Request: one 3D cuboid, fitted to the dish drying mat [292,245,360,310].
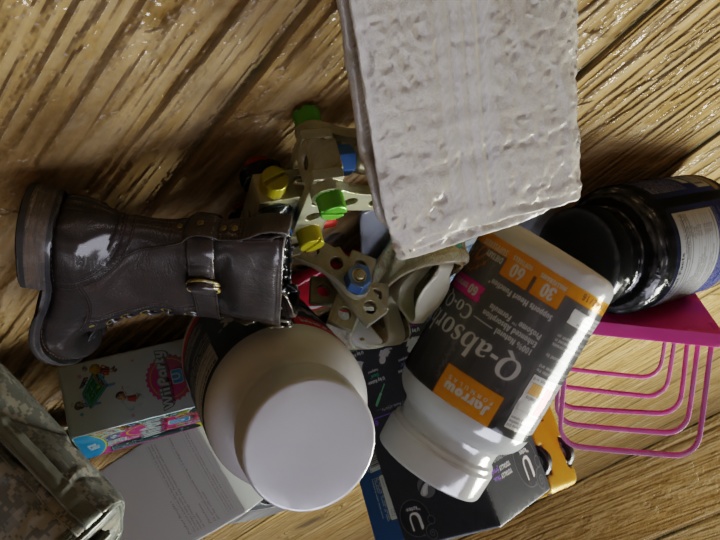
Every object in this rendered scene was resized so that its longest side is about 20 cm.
[{"bbox_3d":[0.000,0.000,0.830,0.197,0.018,0.077,-22,157,2],"label":"dish drying mat"}]

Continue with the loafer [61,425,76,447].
[{"bbox_3d":[-0.327,0.176,0.893,0.198,0.068,0.076,-23,168,-41],"label":"loafer"}]

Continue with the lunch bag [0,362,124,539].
[{"bbox_3d":[-0.282,0.167,0.727,0.139,0.200,0.168,-38,168,-47],"label":"lunch bag"}]

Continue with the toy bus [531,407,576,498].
[{"bbox_3d":[0.145,0.131,0.949,0.078,0.203,0.065,-28,164,33],"label":"toy bus"}]

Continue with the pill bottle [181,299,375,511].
[{"bbox_3d":[-0.060,0.088,0.684,0.118,0.122,0.200,-14,-163,-15],"label":"pill bottle"}]

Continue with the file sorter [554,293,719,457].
[{"bbox_3d":[0.253,0.081,0.917,0.136,0.128,0.200,5,-164,7],"label":"file sorter"}]

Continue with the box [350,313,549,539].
[{"bbox_3d":[0.079,0.135,0.875,0.105,0.203,0.122,-24,171,33],"label":"box"}]

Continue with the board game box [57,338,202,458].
[{"bbox_3d":[-0.161,0.106,0.847,0.197,0.065,0.148,-13,166,-15],"label":"board game box"}]

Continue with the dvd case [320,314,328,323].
[{"bbox_3d":[0.037,0.050,0.976,0.197,0.018,0.143,-23,157,7],"label":"dvd case"}]

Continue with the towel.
[{"bbox_3d":[0.059,-0.105,0.517,0.130,0.035,0.202,-18,127,-10],"label":"towel"}]

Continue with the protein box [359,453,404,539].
[{"bbox_3d":[0.099,0.188,1.083,0.133,0.202,0.199,-2,157,-42],"label":"protein box"}]

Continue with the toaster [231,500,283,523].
[{"bbox_3d":[-0.108,0.242,1.172,0.197,0.115,0.129,-11,160,-28],"label":"toaster"}]

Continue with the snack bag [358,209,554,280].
[{"bbox_3d":[0.078,-0.031,0.788,0.186,0.022,0.201,-19,152,-7],"label":"snack bag"}]

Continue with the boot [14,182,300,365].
[{"bbox_3d":[-0.126,0.018,0.614,0.171,0.070,0.201,8,151,-6],"label":"boot"}]

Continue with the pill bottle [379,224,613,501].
[{"bbox_3d":[0.103,0.070,0.740,0.202,0.116,0.116,-60,149,5],"label":"pill bottle"}]

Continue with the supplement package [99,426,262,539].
[{"bbox_3d":[-0.183,0.221,1.008,0.199,0.118,0.117,-33,177,31],"label":"supplement package"}]

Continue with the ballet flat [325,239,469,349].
[{"bbox_3d":[0.025,0.026,0.756,0.066,0.063,0.201,-5,148,-30],"label":"ballet flat"}]

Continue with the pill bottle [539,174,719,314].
[{"bbox_3d":[0.251,-0.023,0.841,0.198,0.113,0.112,-10,157,-41],"label":"pill bottle"}]

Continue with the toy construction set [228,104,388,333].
[{"bbox_3d":[-0.018,-0.039,0.643,0.129,0.093,0.201,-11,145,-19],"label":"toy construction set"}]
